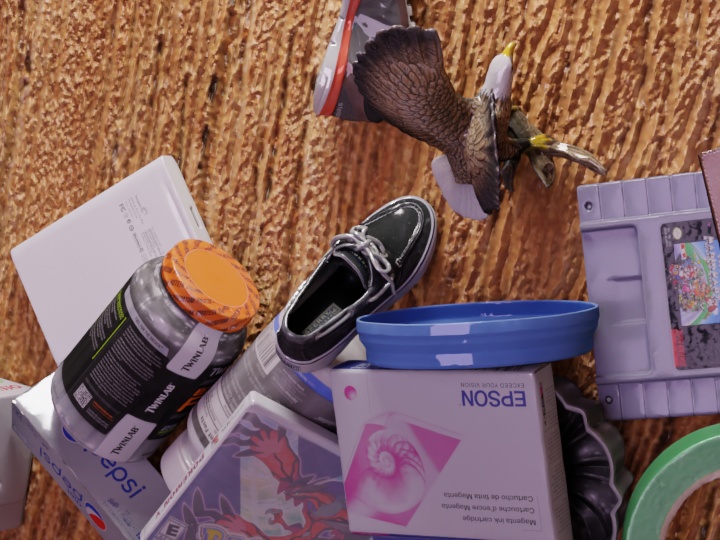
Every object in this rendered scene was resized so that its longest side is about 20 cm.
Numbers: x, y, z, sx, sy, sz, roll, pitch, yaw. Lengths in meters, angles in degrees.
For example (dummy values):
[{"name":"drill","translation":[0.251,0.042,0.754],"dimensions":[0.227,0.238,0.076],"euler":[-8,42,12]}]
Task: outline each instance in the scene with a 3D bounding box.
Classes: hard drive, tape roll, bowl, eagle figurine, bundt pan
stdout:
[{"name":"hard drive","translation":[-0.235,-0.006,1.757],"dimensions":[0.200,0.026,0.132],"euler":[-29,80,25]},{"name":"tape roll","translation":[0.308,0.222,1.451],"dimensions":[0.199,0.048,0.202],"euler":[1,97,5]},{"name":"bowl","translation":[0.097,0.053,1.499],"dimensions":[0.200,0.200,0.040],"euler":[-2,93,26]},{"name":"eagle figurine","translation":[0.089,-0.120,1.492],"dimensions":[0.151,0.200,0.152],"euler":[-8,88,33]},{"name":"bundt pan","translation":[0.141,0.170,1.540],"dimensions":[0.201,0.076,0.203],"euler":[9,108,29]}]

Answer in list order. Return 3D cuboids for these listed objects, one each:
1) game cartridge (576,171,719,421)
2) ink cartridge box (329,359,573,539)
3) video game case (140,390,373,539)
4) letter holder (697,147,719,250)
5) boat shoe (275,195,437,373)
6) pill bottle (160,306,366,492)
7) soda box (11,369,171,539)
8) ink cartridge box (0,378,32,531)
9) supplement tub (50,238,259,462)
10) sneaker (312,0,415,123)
[{"name":"game cartridge","translation":[0.252,0.022,1.516],"dimensions":[0.129,0.038,0.201],"euler":[-6,90,31]},{"name":"ink cartridge box","translation":[0.075,0.174,1.513],"dimensions":[0.196,0.043,0.201],"euler":[-2,100,32]},{"name":"video game case","translation":[-0.064,0.217,1.612],"dimensions":[0.200,0.023,0.182],"euler":[30,113,-20]},{"name":"letter holder","translation":[0.363,-0.011,1.422],"dimensions":[0.142,0.100,0.201],"euler":[-14,86,24]},{"name":"boat shoe","translation":[-0.002,-0.001,1.561],"dimensions":[0.074,0.068,0.199],"euler":[39,65,19]},{"name":"pill bottle","translation":[-0.084,0.133,1.640],"dimensions":[0.200,0.114,0.114],"euler":[-47,73,21]},{"name":"soda box","translation":[-0.247,0.190,1.738],"dimensions":[0.200,0.068,0.064],"euler":[46,152,17]},{"name":"ink cartridge box","translation":[-0.443,0.171,1.801],"dimensions":[0.199,0.147,0.147],"euler":[13,97,24]},{"name":"supplement tub","translation":[-0.186,0.072,1.671],"dimensions":[0.123,0.122,0.200],"euler":[51,120,15]},{"name":"sneaker","translation":[0.021,-0.223,1.610],"dimensions":[0.082,0.077,0.201],"euler":[18,102,-3]}]
